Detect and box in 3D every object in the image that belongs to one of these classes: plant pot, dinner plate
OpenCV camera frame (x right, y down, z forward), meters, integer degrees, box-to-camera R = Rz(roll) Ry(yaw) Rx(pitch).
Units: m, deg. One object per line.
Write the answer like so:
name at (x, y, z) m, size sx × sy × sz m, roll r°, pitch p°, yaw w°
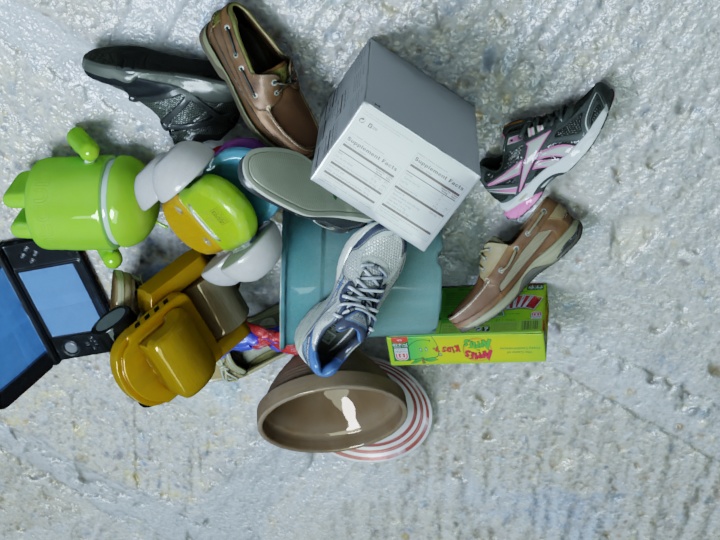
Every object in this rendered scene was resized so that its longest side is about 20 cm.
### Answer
plant pot at (0.000, 0.000, 1.710) m, size 0.193 × 0.201 × 0.202 m, roll 3°, pitch 127°, yaw -1°
plant pot at (-0.040, 0.158, 1.837) m, size 0.198 × 0.094 × 0.202 m, roll -4°, pitch 149°, yaw -2°
dinner plate at (0.003, 0.190, 1.945) m, size 0.197 × 0.024 × 0.202 m, roll 6°, pitch 127°, yaw 7°

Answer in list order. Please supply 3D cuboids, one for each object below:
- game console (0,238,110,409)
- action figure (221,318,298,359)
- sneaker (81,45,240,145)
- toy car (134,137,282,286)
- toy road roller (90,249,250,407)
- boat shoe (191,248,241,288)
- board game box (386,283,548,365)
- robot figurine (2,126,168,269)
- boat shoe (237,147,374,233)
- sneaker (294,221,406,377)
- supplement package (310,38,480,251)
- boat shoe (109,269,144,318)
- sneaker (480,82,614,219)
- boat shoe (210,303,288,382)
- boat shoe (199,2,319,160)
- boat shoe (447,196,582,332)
game console at (-0.437, 0.070, 1.877) m, size 0.170 × 0.119 × 0.202 m, roll -9°, pitch 125°, yaw 17°
action figure at (-0.143, 0.087, 1.811) m, size 0.197 × 0.052 × 0.066 m, roll -2°, pitch 155°, yaw 18°
sneaker at (-0.238, -0.201, 1.666) m, size 0.196 × 0.077 × 0.115 m, roll 11°, pitch 121°, yaw -5°
toy car at (-0.155, -0.086, 1.629) m, size 0.175 × 0.150 × 0.200 m, roll 49°, pitch 161°, yaw -12°
toy road roller at (-0.212, 0.078, 1.685) m, size 0.145 × 0.200 × 0.124 m, roll 11°, pitch 137°, yaw 57°
boat shoe at (-0.186, -0.015, 1.801) m, size 0.070 × 0.070 × 0.201 m, roll 31°, pitch 132°, yaw 11°
board game box at (0.139, 0.069, 1.781) m, size 0.197 × 0.102 × 0.048 m, roll -2°, pitch 126°, yaw 12°
robot figurine at (-0.340, -0.085, 1.746) m, size 0.197 × 0.116 × 0.178 m, roll -1°, pitch 119°, yaw 11°
boat shoe at (-0.063, -0.083, 1.555) m, size 0.198 × 0.073 × 0.067 m, roll 15°, pitch 154°, yaw -43°
sneaker at (-0.002, 0.038, 1.584) m, size 0.076 × 0.085 × 0.201 m, roll 24°, pitch 108°, yaw -19°
supplement package at (0.042, -0.145, 1.570) m, size 0.155 × 0.201 × 0.111 m, roll 31°, pitch 116°, yaw -13°
boat shoe at (-0.291, 0.042, 1.815) m, size 0.062 × 0.200 × 0.074 m, roll 4°, pitch 84°, yaw -4°
sneaker at (0.209, -0.149, 1.626) m, size 0.086 × 0.081 × 0.200 m, roll 39°, pitch 118°, yaw -6°
boat shoe at (-0.152, 0.108, 1.887) m, size 0.199 × 0.063 × 0.074 m, roll -22°, pitch 120°, yaw 24°
boat shoe at (-0.107, -0.214, 1.600) m, size 0.201 × 0.072 × 0.068 m, roll 50°, pitch 139°, yaw -6°
boat shoe at (0.180, -0.010, 1.715) m, size 0.200 × 0.076 × 0.074 m, roll -42°, pitch 95°, yaw 2°
